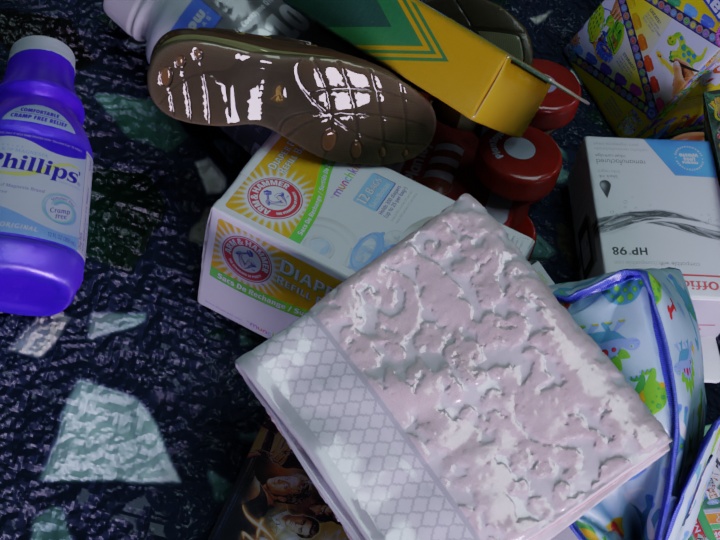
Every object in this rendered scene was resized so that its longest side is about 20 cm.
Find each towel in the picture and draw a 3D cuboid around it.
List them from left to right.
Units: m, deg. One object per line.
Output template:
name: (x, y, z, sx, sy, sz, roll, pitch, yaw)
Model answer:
towel: (0.052, 0.078, 0.726, 0.190, 0.032, 0.200, -34, 73, -10)

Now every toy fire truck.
toy fire truck: (0.080, -0.102, 0.991, 0.167, 0.112, 0.201, 17, 50, 5)

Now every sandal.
sandal: (0.049, -0.170, 0.975, 0.054, 0.199, 0.082, -15, 97, -56)

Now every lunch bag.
lunch bag: (0.182, 0.102, 0.820, 0.170, 0.127, 0.201, 1, 79, -67)

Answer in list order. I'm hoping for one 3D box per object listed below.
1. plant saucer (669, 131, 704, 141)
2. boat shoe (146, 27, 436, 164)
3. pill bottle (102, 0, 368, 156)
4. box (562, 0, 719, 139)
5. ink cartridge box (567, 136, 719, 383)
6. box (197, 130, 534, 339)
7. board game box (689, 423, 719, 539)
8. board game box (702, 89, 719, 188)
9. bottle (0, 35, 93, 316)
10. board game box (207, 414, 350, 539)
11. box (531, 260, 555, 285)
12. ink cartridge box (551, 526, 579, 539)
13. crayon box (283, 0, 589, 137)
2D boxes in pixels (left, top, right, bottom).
plant saucer: (0.347, -0.040, 1.137, 0.199, 0.032, 0.201, 14, 55, -21)
boat shoe: (-0.044, -0.127, 0.825, 0.199, 0.072, 0.068, 12, 31, -14)
pill bottle: (-0.090, -0.168, 0.925, 0.200, 0.114, 0.114, 40, 49, 1)
box: (0.339, -0.236, 1.156, 0.199, 0.193, 0.122, -16, 68, -36)
ink cartridge box: (0.246, -0.011, 1.015, 0.115, 0.067, 0.201, 1, 59, -6)
box: (0.000, 0.000, 0.844, 0.199, 0.102, 0.113, 27, 49, 9)
board game box: (0.340, 0.183, 0.987, 0.199, 0.029, 0.135, -5, 63, -31)
board game box: (0.322, -0.047, 1.046, 0.023, 0.105, 0.201, -9, 56, 13)
bottle: (-0.222, -0.069, 0.818, 0.083, 0.065, 0.201, 11, 55, -21)
board game box: (-0.016, 0.159, 0.765, 0.135, 0.035, 0.201, 12, 49, 14)
box: (0.111, 0.091, 0.919, 0.199, 0.036, 0.145, -28, 76, -40)
ink cartridge box: (0.120, 0.224, 0.783, 0.200, 0.067, 0.116, 42, 42, -13)
crayon box: (0.056, -0.155, 0.866, 0.199, 0.052, 0.126, 34, 12, 19)
